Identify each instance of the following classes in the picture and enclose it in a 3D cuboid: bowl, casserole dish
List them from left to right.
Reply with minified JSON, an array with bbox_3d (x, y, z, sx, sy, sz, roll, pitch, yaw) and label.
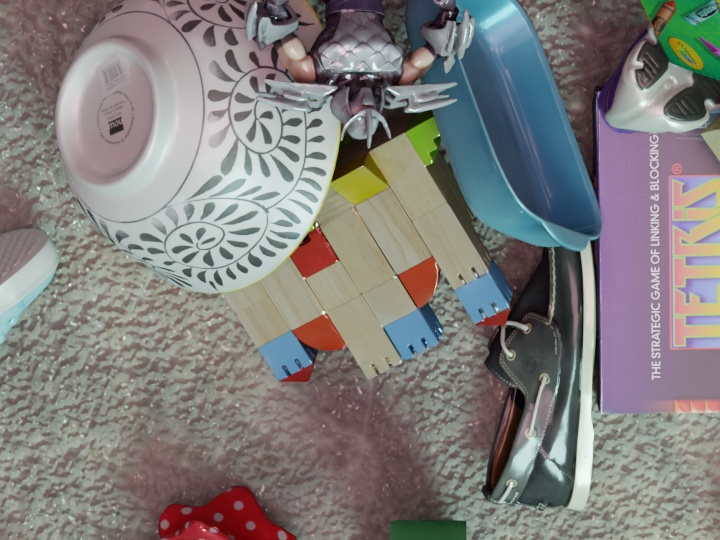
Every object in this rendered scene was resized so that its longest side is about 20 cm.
[{"bbox_3d":[-0.115,-0.088,1.647,0.201,0.094,0.201,-3,86,41],"label":"bowl"},{"bbox_3d":[0.080,-0.094,1.663,0.039,0.121,0.200,-28,66,26],"label":"casserole dish"}]

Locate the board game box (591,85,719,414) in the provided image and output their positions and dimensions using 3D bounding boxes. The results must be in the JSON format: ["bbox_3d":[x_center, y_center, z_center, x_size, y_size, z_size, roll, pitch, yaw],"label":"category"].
[{"bbox_3d":[0.225,-0.014,1.713,0.165,0.057,0.200,-2,97,2],"label":"board game box"}]

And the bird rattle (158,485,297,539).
[{"bbox_3d":[-0.111,0.240,1.760,0.200,0.113,0.163,-37,106,-6],"label":"bird rattle"}]

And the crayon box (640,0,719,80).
[{"bbox_3d":[0.222,-0.217,1.558,0.058,0.119,0.200,20,75,27],"label":"crayon box"}]

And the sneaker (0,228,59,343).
[{"bbox_3d":[-0.257,0.056,1.748,0.200,0.074,0.082,-38,124,2],"label":"sneaker"}]

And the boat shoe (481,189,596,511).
[{"bbox_3d":[0.110,0.048,1.718,0.068,0.072,0.200,3,99,-2],"label":"boat shoe"}]

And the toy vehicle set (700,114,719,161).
[{"bbox_3d":[0.303,-0.093,1.656,0.200,0.027,0.124,-42,104,-24],"label":"toy vehicle set"}]

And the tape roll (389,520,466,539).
[{"bbox_3d":[0.040,0.249,1.682,0.048,0.200,0.201,-1,97,2],"label":"tape roll"}]

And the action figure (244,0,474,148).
[{"bbox_3d":[-0.005,-0.162,1.599,0.130,0.069,0.200,5,68,-22],"label":"action figure"}]

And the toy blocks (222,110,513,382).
[{"bbox_3d":[0.000,0.000,1.714,0.200,0.100,0.137,-27,104,16],"label":"toy blocks"}]

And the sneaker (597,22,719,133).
[{"bbox_3d":[0.209,-0.154,1.661,0.200,0.083,0.081,-41,99,-21],"label":"sneaker"}]
